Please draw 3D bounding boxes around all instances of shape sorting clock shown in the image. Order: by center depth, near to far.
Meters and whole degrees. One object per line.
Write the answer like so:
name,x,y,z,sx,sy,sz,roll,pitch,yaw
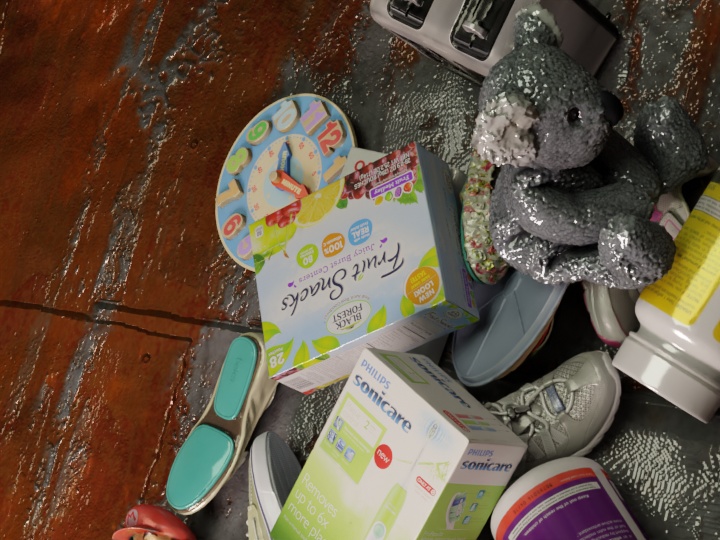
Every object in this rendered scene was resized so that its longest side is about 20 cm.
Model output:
shape sorting clock,-0.082,-0.094,1.814,0.199,0.039,0.201,-16,62,32

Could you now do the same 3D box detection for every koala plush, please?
koala plush,0.160,-0.104,1.407,0.183,0.200,0.178,-5,46,34

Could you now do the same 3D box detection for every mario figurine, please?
mario figurine,-0.212,0.330,1.688,0.123,0.106,0.201,-9,70,-3

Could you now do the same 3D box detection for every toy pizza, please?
toy pizza,0.150,0.020,1.549,0.200,0.032,0.201,-53,18,25

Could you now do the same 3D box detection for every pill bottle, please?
pill bottle,0.196,0.259,1.402,0.112,0.112,0.200,-43,51,15
pill bottle,0.301,0.018,1.421,0.114,0.114,0.201,34,93,41

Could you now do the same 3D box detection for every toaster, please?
toaster,0.130,-0.239,1.624,0.180,0.200,0.119,32,95,33

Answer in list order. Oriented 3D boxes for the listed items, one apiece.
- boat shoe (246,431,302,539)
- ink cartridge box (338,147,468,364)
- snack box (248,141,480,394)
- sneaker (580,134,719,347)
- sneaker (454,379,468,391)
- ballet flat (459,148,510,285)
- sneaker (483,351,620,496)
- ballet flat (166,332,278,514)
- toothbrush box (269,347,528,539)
boat shoe,-0.082,0.254,1.647,0.062,0.072,0.201,-28,59,23
ink cartridge box,0.029,-0.008,1.662,0.144,0.085,0.201,14,79,40
snack box,0.000,0.000,1.581,0.199,0.068,0.169,-25,59,28
sneaker,0.259,-0.027,1.495,0.088,0.081,0.201,11,79,41
sneaker,0.023,0.175,1.590,0.200,0.082,0.075,-45,51,14
ballet flat,0.132,-0.074,1.584,0.064,0.076,0.201,-27,36,31
sneaker,0.143,0.142,1.497,0.200,0.082,0.075,-43,53,21
ballet flat,-0.129,0.159,1.729,0.069,0.069,0.201,32,98,41
toothbrush box,0.029,0.190,1.468,0.146,0.086,0.201,41,110,39
